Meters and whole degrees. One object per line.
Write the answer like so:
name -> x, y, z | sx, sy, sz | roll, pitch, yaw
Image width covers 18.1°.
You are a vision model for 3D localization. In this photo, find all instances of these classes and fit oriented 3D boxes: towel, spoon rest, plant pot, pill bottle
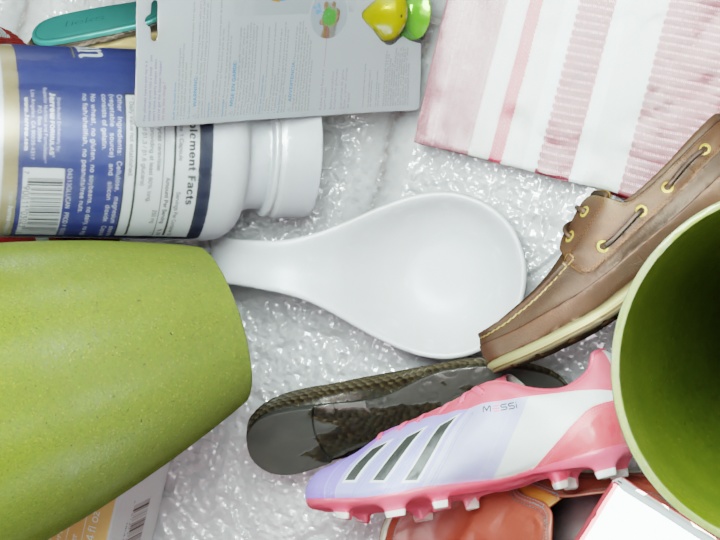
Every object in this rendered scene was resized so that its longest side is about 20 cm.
towel -> 0.142, -0.120, 1.326 | 0.200, 0.023, 0.144 | 15, 96, 10
spoon rest -> 0.000, 0.000, 1.349 | 0.200, 0.061, 0.100 | 3, 95, 14
plant pot -> -0.170, 0.060, 1.258 | 0.200, 0.187, 0.188 | -17, 90, -20
pill bottle -> -0.127, -0.073, 1.313 | 0.200, 0.111, 0.111 | 1, 95, -15
plant pot -> 0.239, 0.043, 1.222 | 0.187, 0.200, 0.188 | 1, 94, 13

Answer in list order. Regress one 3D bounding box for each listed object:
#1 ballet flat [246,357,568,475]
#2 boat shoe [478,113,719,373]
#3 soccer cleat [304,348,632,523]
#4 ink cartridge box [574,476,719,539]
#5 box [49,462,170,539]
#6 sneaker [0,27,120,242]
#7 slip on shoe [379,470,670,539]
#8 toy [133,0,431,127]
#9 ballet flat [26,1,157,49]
ballet flat -> 0.029, 0.084, 1.360 | 0.200, 0.046, 0.068 | -10, 111, 11
boat shoe -> 0.147, -0.014, 1.291 | 0.200, 0.072, 0.068 | -35, 84, 10
soccer cleat -> 0.062, 0.099, 1.311 | 0.200, 0.067, 0.077 | -12, 78, 17
ink cartridge box -> 0.140, 0.197, 1.161 | 0.084, 0.200, 0.144 | 32, 87, 18
box -> -0.231, 0.135, 1.397 | 0.200, 0.097, 0.125 | 15, 97, 12
sneaker -> -0.228, -0.040, 1.404 | 0.115, 0.078, 0.200 | -26, 76, 23
slip on shoe -> 0.105, 0.153, 1.335 | 0.200, 0.061, 0.074 | -5, 95, 15
toy -> -0.050, -0.145, 1.282 | 0.047, 0.200, 0.115 | 19, 110, 52
ballet flat -> -0.103, -0.141, 1.371 | 0.200, 0.069, 0.063 | -11, 120, 16
